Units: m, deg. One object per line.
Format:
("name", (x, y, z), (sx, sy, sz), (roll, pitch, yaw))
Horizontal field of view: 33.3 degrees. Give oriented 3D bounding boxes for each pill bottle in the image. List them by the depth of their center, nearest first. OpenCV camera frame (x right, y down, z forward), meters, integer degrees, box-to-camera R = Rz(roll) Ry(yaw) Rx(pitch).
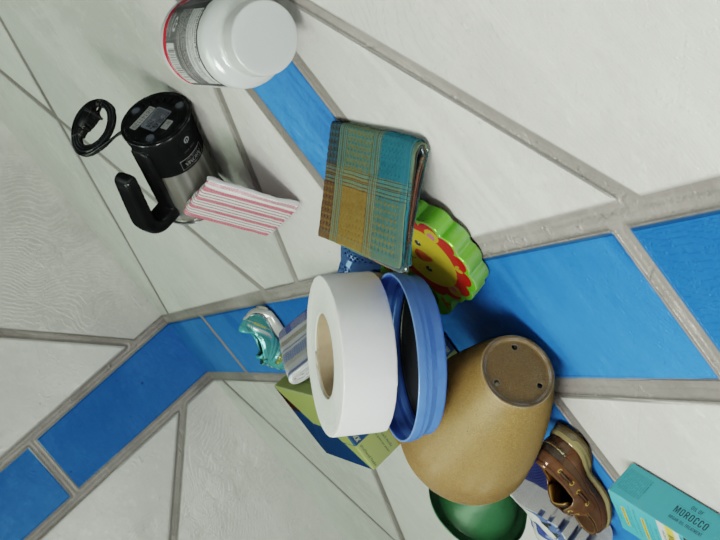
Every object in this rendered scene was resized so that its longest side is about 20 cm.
("pill bottle", (-0.150, -0.267, 1.394), (0.111, 0.111, 0.199), (56, 161, -25))

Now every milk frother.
("milk frother", (-0.345, -0.182, 1.947), (0.200, 0.180, 0.189), (41, 161, 37))

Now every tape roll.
("tape roll", (-0.013, 0.103, 1.504), (0.202, 0.070, 0.206), (175, 90, -76))

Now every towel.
("towel", (0.011, -0.090, 1.390), (0.199, 0.021, 0.149), (23, 108, 58))
("towel", (-0.055, 0.088, 1.763), (0.024, 0.146, 0.200), (51, -177, -18))
("towel", (-0.185, -0.101, 1.845), (0.144, 0.030, 0.200), (14, 166, -16))

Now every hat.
("hat", (0.201, 0.294, 1.743), (0.164, 0.201, 0.177), (30, 131, 2))

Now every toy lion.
("toy lion", (0.077, -0.015, 1.468), (0.190, 0.069, 0.201), (27, 153, 35))

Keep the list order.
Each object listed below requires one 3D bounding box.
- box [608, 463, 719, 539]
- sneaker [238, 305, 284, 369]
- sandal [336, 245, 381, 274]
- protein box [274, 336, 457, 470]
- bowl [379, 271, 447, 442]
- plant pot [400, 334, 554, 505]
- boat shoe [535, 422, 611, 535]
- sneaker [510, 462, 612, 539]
("box", (0.384, 0.308, 1.398), (0.199, 0.049, 0.083), (29, 155, 48))
("sneaker", (-0.169, 0.163, 2.404), (0.201, 0.080, 0.077), (53, 162, -15))
("sandal", (0.000, 0.000, 1.634), (0.079, 0.087, 0.201), (41, 159, 28))
("protein box", (0.015, 0.157, 1.732), (0.136, 0.200, 0.198), (52, 163, -13))
("bowl", (0.058, 0.102, 1.442), (0.200, 0.039, 0.204), (176, 90, -76))
("plant pot", (0.158, 0.164, 1.476), (0.186, 0.186, 0.201), (44, 150, 13))
("boat shoe", (0.276, 0.286, 1.588), (0.072, 0.067, 0.201), (29, 154, 47))
("sneaker", (0.259, 0.335, 1.713), (0.199, 0.080, 0.115), (46, 160, 6))
